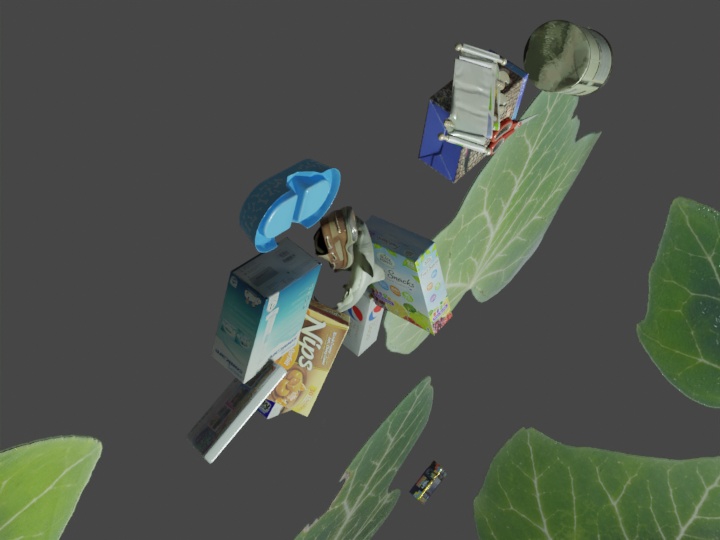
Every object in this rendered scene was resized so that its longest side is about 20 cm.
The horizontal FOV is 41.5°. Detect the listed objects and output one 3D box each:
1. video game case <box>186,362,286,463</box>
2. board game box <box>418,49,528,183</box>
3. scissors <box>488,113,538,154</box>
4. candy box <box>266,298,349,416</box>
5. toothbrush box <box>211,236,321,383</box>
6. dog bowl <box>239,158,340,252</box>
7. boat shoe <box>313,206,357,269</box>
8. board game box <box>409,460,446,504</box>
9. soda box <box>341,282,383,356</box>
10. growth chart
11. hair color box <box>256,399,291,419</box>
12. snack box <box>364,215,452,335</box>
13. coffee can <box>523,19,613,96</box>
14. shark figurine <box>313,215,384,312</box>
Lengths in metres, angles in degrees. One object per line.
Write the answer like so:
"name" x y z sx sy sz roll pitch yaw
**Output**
"video game case" -0.222 0.239 1.678 0.201 0.024 0.182 -50 -164 -12
"board game box" 0.217 -0.298 1.841 0.200 0.096 0.161 -42 157 -30
"scissors" 0.314 -0.295 1.901 0.199 0.014 0.074 -38 153 -34
"candy box" -0.110 0.158 1.780 0.055 0.114 0.203 -88 -158 -73
"toothbrush box" -0.159 0.068 1.597 0.146 0.085 0.202 -35 152 -44
"dog bowl" -0.112 -0.107 1.478 0.199 0.049 0.113 -35 153 -43
"boat shoe" -0.051 -0.055 1.690 0.070 0.077 0.201 -12 158 -10
"board game box" 0.282 0.882 3.949 0.166 0.056 0.200 -49 160 -8
"soda box" 0.006 0.091 2.041 0.068 0.063 0.202 -39 155 -34
"growth chart" 0.209 -0.310 1.717 0.143 0.018 0.205 18 76 -33
"hair color box" -0.134 0.188 1.884 0.202 0.064 0.109 -59 160 17
"snack box" 0.083 0.009 1.852 0.068 0.167 0.202 -42 136 -26
"coffee can" 0.451 -0.454 2.047 0.199 0.146 0.148 -14 137 -60
"shark figurine" 0.000 0.023 1.800 0.088 0.128 0.218 1 123 -38
